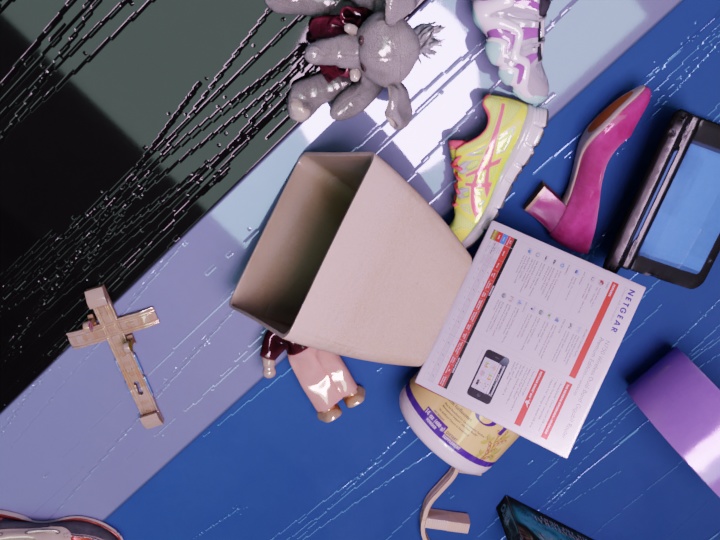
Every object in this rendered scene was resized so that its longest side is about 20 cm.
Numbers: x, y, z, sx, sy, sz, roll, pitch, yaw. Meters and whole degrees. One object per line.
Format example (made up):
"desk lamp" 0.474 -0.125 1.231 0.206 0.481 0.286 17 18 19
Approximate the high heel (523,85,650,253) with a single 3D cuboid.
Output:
"high heel" 0.287 -0.114 0.957 0.096 0.067 0.200 37 109 -4

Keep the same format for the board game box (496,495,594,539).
"board game box" 0.284 0.390 1.102 0.200 0.135 0.028 28 105 -13

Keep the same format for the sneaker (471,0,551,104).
"sneaker" 0.190 -0.285 0.870 0.140 0.078 0.200 -23 112 29

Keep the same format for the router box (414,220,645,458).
"router box" 0.182 0.073 0.894 0.179 0.049 0.200 26 86 14

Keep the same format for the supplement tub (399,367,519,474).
"supplement tub" 0.159 0.130 0.998 0.145 0.145 0.200 36 104 -14

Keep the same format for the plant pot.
"plant pot" 0.000 0.000 0.906 0.177 0.200 0.200 28 85 -25

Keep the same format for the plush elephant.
"plush elephant" 0.000 -0.232 0.856 0.199 0.155 0.165 -4 110 -2

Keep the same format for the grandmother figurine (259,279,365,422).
"grandmother figurine" -0.072 0.091 1.021 0.121 0.061 0.200 -33 107 -21

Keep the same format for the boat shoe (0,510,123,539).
"boat shoe" -0.418 0.365 1.089 0.199 0.063 0.071 12 106 -9

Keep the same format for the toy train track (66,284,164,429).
"toy train track" -0.294 0.114 1.024 0.114 0.033 0.201 -17 110 3

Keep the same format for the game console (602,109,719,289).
"game console" 0.383 -0.074 0.961 0.116 0.176 0.201 25 107 18

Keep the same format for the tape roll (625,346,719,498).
"tape roll" 0.427 0.196 1.010 0.085 0.200 0.200 -42 106 11

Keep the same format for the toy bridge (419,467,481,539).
"toy bridge" 0.116 0.344 1.133 0.067 0.027 0.201 9 109 -4

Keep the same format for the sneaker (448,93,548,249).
"sneaker" 0.134 -0.113 0.957 0.090 0.078 0.200 27 102 -1
